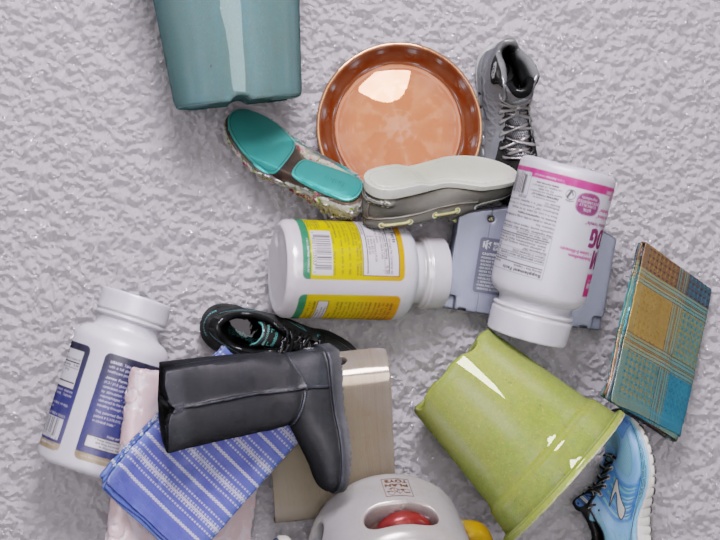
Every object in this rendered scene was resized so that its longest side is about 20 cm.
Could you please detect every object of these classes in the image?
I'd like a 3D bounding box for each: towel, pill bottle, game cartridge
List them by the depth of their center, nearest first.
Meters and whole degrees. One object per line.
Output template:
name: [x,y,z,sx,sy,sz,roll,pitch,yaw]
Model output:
towel: [-0.168,0.200,1.454,0.200,0.024,0.145,-48,109,-14]
towel: [-0.192,0.214,1.504,0.190,0.032,0.203,9,88,-43]
pill bottle: [-0.280,0.126,1.507,0.110,0.111,0.202,18,84,-6]
pill bottle: [0.214,-0.021,1.537,0.112,0.113,0.202,13,96,-7]
pill bottle: [0.000,0.000,1.549,0.198,0.113,0.114,1,86,-17]
towel: [0.353,0.086,1.598,0.146,0.022,0.202,30,67,-34]
game cartridge: [0.202,-0.007,1.611,0.198,0.042,0.135,9,91,-7]

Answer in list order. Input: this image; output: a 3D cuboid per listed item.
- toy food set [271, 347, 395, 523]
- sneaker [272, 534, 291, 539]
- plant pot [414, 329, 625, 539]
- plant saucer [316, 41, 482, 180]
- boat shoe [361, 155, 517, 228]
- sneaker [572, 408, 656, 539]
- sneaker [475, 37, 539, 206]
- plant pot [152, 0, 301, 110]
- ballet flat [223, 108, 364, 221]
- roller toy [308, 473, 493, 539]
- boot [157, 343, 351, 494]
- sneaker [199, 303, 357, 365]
toy food set: [-0.035,0.192,1.547,0.142,0.060,0.202,-5,106,-6]
sneaker: [-0.109,0.404,1.531,0.083,0.075,0.203,0,86,-12]
plant pot: [0.168,0.176,1.541,0.184,0.200,0.201,42,82,8]
plant saucer: [0.046,-0.169,1.605,0.198,0.032,0.203,0,88,-3]
boat shoe: [0.091,-0.088,1.549,0.200,0.072,0.061,-8,124,-26]
sneaker: [0.298,0.265,1.597,0.089,0.078,0.203,2,86,-4]
sneaker: [0.178,-0.178,1.589,0.074,0.115,0.202,-9,87,-8]
plant pot: [-0.148,-0.287,1.521,0.198,0.200,0.199,-7,95,-8]
ballet flat: [-0.079,-0.114,1.569,0.199,0.064,0.076,34,65,15]
roller toy: [0.037,0.327,1.505,0.200,0.140,0.182,-40,117,10]
boot: [-0.114,0.169,1.432,0.198,0.065,0.167,-6,88,-27]
sneaker: [-0.090,0.092,1.553,0.198,0.079,0.076,16,83,-8]
